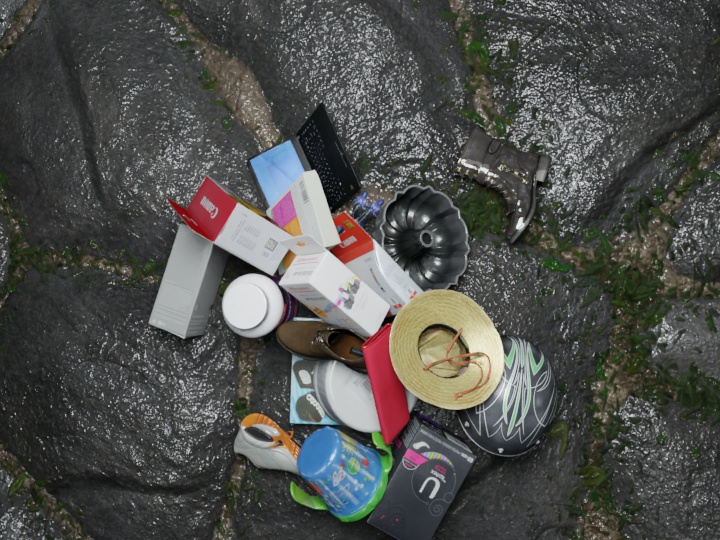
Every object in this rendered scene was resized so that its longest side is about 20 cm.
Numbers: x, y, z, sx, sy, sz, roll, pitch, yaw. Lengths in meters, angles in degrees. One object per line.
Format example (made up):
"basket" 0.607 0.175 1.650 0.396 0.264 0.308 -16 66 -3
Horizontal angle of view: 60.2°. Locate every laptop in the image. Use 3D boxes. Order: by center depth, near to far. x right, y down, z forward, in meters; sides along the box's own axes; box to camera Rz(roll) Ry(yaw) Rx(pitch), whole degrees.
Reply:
"laptop" -0.114 -0.188 1.199 0.102 0.200 0.179 -22 85 -33

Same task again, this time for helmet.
"helmet" 0.256 0.217 1.103 0.197 0.191 0.203 0 86 2

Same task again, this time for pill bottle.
"pill bottle" -0.186 0.065 1.145 0.111 0.200 0.114 0 88 5

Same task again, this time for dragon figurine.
"dragon figurine" -0.034 -0.068 1.189 0.059 0.099 0.200 43 91 6

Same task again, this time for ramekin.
"ramekin" 0.016 0.200 1.149 0.197 0.098 0.204 0 88 -12

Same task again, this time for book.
"book" -0.113 -0.082 1.135 0.048 0.199 0.135 -15 84 -30

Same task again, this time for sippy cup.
"sippy cup" -0.040 0.351 1.102 0.179 0.139 0.131 -52 122 -17

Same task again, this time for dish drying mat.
"dish drying mat" 0.044 0.192 1.045 0.018 0.077 0.203 10 124 36

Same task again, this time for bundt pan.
"bundt pan" 0.104 -0.052 1.158 0.199 0.076 0.205 6 78 -28

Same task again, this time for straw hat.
"straw hat" 0.136 0.139 1.050 0.198 0.085 0.204 2 76 -7

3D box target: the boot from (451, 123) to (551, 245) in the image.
"boot" 0.256 -0.165 1.192 0.172 0.069 0.203 20 82 8

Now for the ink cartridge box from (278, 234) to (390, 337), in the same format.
"ink cartridge box" -0.059 0.030 1.065 0.200 0.115 0.068 42 66 -24

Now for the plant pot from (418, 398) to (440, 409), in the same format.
"plant pot" 0.118 0.150 1.131 0.027 0.199 0.203 -15 86 31

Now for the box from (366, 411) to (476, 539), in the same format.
"box" 0.106 0.385 1.146 0.121 0.106 0.202 29 90 -3

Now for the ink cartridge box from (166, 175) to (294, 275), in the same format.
"ink cartridge box" -0.239 -0.095 1.125 0.175 0.200 0.084 32 93 -37

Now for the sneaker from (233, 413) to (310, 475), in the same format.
"sneaker" -0.153 0.355 1.203 0.198 0.076 0.092 32 122 -6

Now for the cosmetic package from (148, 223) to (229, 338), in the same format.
"cosmetic package" -0.327 0.020 1.207 0.089 0.107 0.203 20 91 7

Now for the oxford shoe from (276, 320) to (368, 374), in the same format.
"oxford shoe" -0.060 0.116 1.064 0.197 0.085 0.074 9 67 20

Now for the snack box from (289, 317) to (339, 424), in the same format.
"snack box" -0.076 0.194 1.211 0.114 0.037 0.203 1 87 3

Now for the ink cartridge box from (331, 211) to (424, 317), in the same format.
"ink cartridge box" 0.000 0.000 1.098 0.200 0.162 0.050 43 65 -12
